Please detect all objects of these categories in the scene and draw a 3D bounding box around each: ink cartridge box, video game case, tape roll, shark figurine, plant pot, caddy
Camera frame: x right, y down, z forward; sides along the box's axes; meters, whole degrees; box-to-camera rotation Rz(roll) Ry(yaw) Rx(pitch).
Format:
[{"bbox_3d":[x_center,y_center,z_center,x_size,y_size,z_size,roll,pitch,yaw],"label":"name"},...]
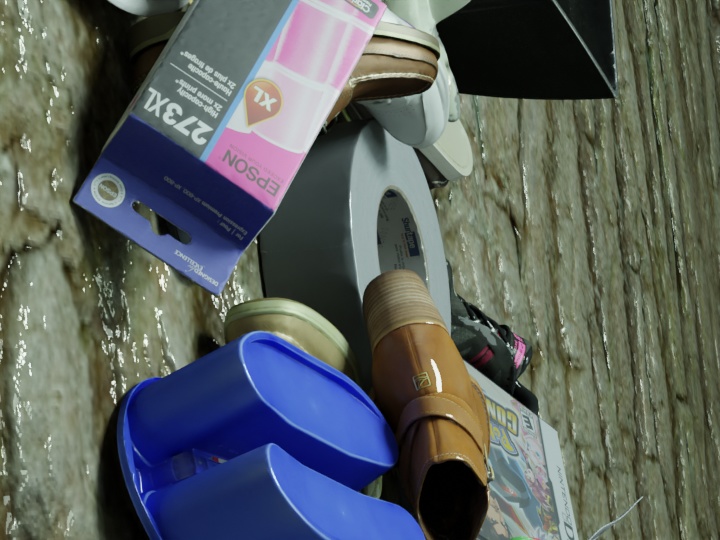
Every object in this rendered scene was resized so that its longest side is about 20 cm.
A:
[{"bbox_3d":[-0.068,-0.093,1.135,0.094,0.037,0.201,33,63,-11],"label":"ink cartridge box"},{"bbox_3d":[0.091,0.146,1.515,0.200,0.025,0.182,38,31,-36],"label":"video game case"},{"bbox_3d":[0.000,0.000,1.409,0.200,0.066,0.202,-9,90,-72],"label":"tape roll"},{"bbox_3d":[0.037,-0.224,1.432,0.089,0.127,0.216,35,-72,67],"label":"shark figurine"},{"bbox_3d":[0.081,-0.241,1.581,0.200,0.176,0.201,42,42,-63],"label":"plant pot"},{"bbox_3d":[-0.053,0.123,1.141,0.200,0.104,0.142,33,34,-51],"label":"caddy"}]

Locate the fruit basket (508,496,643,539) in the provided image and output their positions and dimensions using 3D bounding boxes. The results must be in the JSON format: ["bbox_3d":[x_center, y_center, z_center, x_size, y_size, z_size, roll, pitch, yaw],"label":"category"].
[{"bbox_3d":[0.069,0.201,1.227,0.094,0.200,0.185,47,17,11],"label":"fruit basket"}]

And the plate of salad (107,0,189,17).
[{"bbox_3d":[-0.123,-0.242,1.157,0.200,0.048,0.202,25,61,-59],"label":"plate of salad"}]

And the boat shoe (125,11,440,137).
[{"bbox_3d":[-0.041,-0.104,1.212,0.198,0.072,0.069,-2,73,-26],"label":"boat shoe"}]

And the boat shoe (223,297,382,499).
[{"bbox_3d":[-0.033,0.098,1.266,0.202,0.072,0.063,73,15,-44],"label":"boat shoe"}]

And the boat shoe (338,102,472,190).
[{"bbox_3d":[0.002,-0.130,1.466,0.200,0.059,0.072,48,34,-32],"label":"boat shoe"}]

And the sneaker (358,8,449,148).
[{"bbox_3d":[-0.015,-0.138,1.323,0.100,0.074,0.200,-57,131,-25],"label":"sneaker"}]

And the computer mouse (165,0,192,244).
[{"bbox_3d":[-0.078,-0.096,1.255,0.200,0.046,0.141,-67,144,-57],"label":"computer mouse"}]

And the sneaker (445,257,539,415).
[{"bbox_3d":[0.087,0.053,1.609,0.201,0.083,0.077,62,26,-45],"label":"sneaker"}]

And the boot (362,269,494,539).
[{"bbox_3d":[0.054,0.114,1.276,0.201,0.076,0.156,79,-4,-45],"label":"boot"}]
